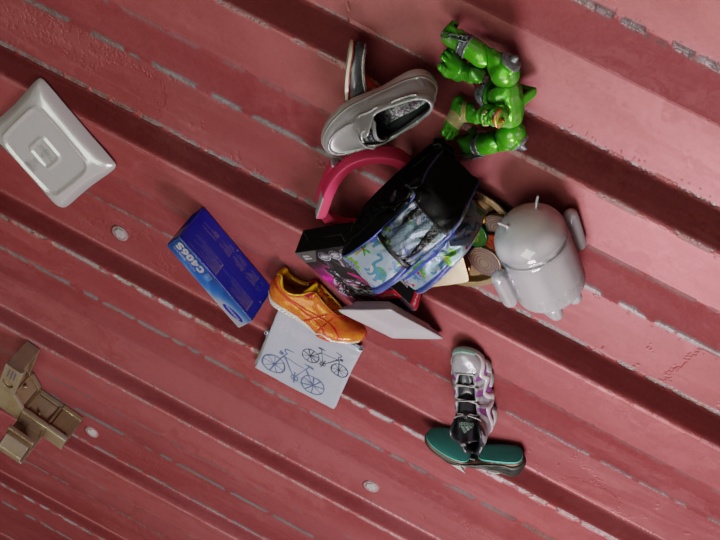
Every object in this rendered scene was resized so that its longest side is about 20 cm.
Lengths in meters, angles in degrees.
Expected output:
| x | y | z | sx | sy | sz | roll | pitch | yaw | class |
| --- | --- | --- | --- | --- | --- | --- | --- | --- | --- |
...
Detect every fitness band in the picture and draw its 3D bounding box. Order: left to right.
| x | y | z | sx | sy | sz | roll | pitch | yaw | class |
| --- | --- | --- | --- | --- | --- | --- | --- | --- | --- |
| 0.006 | -0.123 | 1.402 | 0.140 | 0.038 | 0.201 | 2 | 146 | -20 | fitness band |

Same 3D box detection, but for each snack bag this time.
| x | y | z | sx | sy | sz | roll | pitch | yaw | class |
| --- | --- | --- | --- | --- | --- | --- | --- | --- | --- |
| -0.103 | 0.165 | 1.734 | 0.186 | 0.022 | 0.202 | 27 | 133 | 3 | snack bag |

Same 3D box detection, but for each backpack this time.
| x | y | z | sx | sy | sz | roll | pitch | yaw | class |
| --- | --- | --- | --- | --- | --- | --- | --- | --- | --- |
| 0.077 | -0.057 | 1.301 | 0.147 | 0.184 | 0.199 | 46 | 124 | -10 | backpack |

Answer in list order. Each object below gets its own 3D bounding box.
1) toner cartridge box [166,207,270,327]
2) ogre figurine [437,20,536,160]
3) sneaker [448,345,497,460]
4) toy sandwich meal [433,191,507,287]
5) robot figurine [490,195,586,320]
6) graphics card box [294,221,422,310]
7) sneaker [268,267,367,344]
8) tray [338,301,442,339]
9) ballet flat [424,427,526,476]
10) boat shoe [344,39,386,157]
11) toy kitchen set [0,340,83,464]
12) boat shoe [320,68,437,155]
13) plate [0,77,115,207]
| x | y | z | sx | sy | sz | roll | pitch | yaw | class |
| --- | --- | --- | --- | --- | --- | --- | --- | --- | --- |
| -0.251 | -0.005 | 1.621 | 0.043 | 0.096 | 0.201 | -24 | 112 | 38 | toner cartridge box |
| 0.174 | -0.240 | 1.246 | 0.118 | 0.097 | 0.205 | 17 | 118 | 35 | ogre figurine |
| 0.191 | 0.245 | 1.577 | 0.076 | 0.141 | 0.203 | -3 | 125 | 27 | sneaker |
| 0.151 | -0.040 | 1.422 | 0.200 | 0.071 | 0.209 | 13 | 130 | 16 | toy sandwich meal |
| 0.268 | -0.019 | 1.344 | 0.113 | 0.169 | 0.202 | 36 | 163 | 52 | robot figurine |
| 0.000 | 0.000 | 1.483 | 0.124 | 0.052 | 0.200 | -4 | 143 | 42 | graphics card box |
| -0.074 | 0.067 | 1.613 | 0.197 | 0.073 | 0.078 | 28 | 123 | -2 | sneaker |
| 0.055 | 0.084 | 1.531 | 0.105 | 0.023 | 0.199 | 0 | 163 | 31 | tray |
| 0.215 | 0.354 | 1.705 | 0.195 | 0.069 | 0.069 | 12 | 139 | 16 | ballet flat |
| 0.009 | -0.246 | 1.329 | 0.061 | 0.072 | 0.203 | 3 | 131 | 7 | boat shoe |
| -0.749 | 0.318 | 2.058 | 0.198 | 0.164 | 0.181 | 35 | 132 | -5 | toy kitchen set |
| 0.024 | -0.207 | 1.271 | 0.197 | 0.070 | 0.072 | -21 | 131 | 25 | boat shoe |
| -0.570 | -0.221 | 1.644 | 0.198 | 0.033 | 0.200 | -25 | 113 | 38 | plate |
